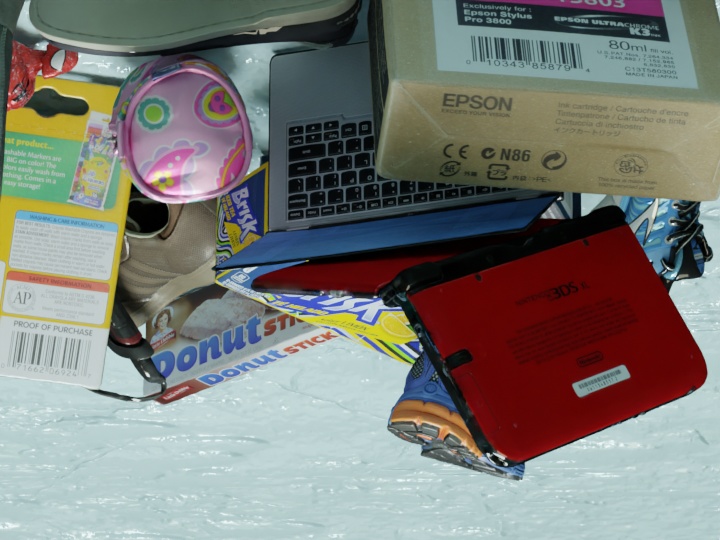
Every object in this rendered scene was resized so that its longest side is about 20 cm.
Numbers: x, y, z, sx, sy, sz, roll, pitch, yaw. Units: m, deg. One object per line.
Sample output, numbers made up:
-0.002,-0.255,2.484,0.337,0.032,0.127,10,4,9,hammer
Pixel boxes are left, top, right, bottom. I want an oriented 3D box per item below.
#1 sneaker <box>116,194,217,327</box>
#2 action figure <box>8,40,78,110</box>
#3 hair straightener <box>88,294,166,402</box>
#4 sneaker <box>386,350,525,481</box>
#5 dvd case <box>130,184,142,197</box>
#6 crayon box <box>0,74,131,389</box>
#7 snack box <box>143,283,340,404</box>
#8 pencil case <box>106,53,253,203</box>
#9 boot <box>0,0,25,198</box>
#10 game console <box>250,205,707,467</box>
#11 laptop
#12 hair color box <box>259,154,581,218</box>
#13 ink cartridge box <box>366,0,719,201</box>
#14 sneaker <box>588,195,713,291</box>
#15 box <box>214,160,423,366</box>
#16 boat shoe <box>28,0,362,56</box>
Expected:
-0.140,-0.019,1.864,0.076,0.071,0.200,47,145,-11,sneaker
-0.264,-0.090,1.712,0.199,0.052,0.066,-32,146,-3,action figure
-0.201,0.011,1.867,0.077,0.041,0.200,-24,109,37,hair straightener
0.075,0.089,1.797,0.075,0.079,0.200,16,172,14,sneaker
-0.177,-0.027,1.921,0.198,0.018,0.143,-4,152,10,dvd case
-0.218,-0.031,1.791,0.125,0.202,0.052,8,-170,-12,crayon box
-0.078,0.035,1.975,0.199,0.072,0.024,-22,146,35,snack box
-0.111,-0.087,1.650,0.087,0.088,0.200,4,-174,-5,pencil case
-0.263,-0.090,1.614,0.072,0.201,0.181,24,144,-36,boot
0.069,0.035,1.546,0.199,0.173,0.119,-17,164,-46,game console
0.018,-0.078,1.623,0.186,0.201,0.116,-7,154,14,laptop
0.040,-0.046,1.836,0.199,0.061,0.100,-9,150,19,hair color box
0.107,-0.122,1.575,0.198,0.165,0.075,3,130,-6,ink cartridge box
0.206,-0.038,1.769,0.078,0.090,0.201,-10,140,-32,sneaker
0.000,0.000,1.783,0.199,0.071,0.064,24,142,-35,box
-0.097,-0.149,1.638,0.198,0.073,0.063,-5,148,2,boat shoe
